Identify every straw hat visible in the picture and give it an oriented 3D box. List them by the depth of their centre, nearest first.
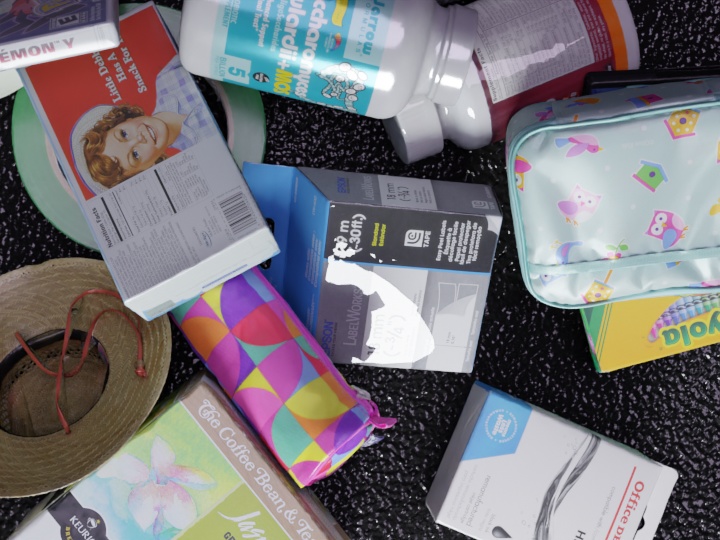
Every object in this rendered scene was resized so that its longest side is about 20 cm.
[{"bbox_3d":[-0.232,0.094,0.839,0.199,0.085,0.203,-1,59,2],"label":"straw hat"}]

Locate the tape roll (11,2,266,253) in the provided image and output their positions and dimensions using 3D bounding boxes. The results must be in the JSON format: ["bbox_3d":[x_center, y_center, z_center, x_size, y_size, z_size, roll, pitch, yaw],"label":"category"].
[{"bbox_3d":[-0.175,-0.110,0.886,0.198,0.048,0.203,0,91,-5],"label":"tape roll"}]

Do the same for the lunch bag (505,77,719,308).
[{"bbox_3d":[0.212,-0.054,0.825,0.198,0.077,0.162,-6,111,10],"label":"lunch bag"}]

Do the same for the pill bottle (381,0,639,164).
[{"bbox_3d":[0.111,-0.164,0.880,0.198,0.110,0.111,-23,93,-4],"label":"pill bottle"}]

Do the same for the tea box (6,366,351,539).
[{"bbox_3d":[-0.132,0.214,0.853,0.196,0.134,0.200,-40,94,-4],"label":"tea box"}]

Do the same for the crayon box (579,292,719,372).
[{"bbox_3d":[0.274,-0.001,0.904,0.198,0.058,0.120,-16,93,8],"label":"crayon box"}]

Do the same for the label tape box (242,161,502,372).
[{"bbox_3d":[0.000,0.000,0.868,0.198,0.063,0.146,5,119,-5],"label":"label tape box"}]

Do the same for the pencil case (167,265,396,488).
[{"bbox_3d":[-0.066,0.068,0.835,0.088,0.088,0.200,-42,75,-3],"label":"pencil case"}]

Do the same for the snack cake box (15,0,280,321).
[{"bbox_3d":[-0.155,-0.080,0.805,0.114,0.067,0.201,-27,76,-2],"label":"snack cake box"}]

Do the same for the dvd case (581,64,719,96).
[{"bbox_3d":[0.269,-0.106,0.894,0.198,0.143,0.018,-4,47,-5],"label":"dvd case"}]

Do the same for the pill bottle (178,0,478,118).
[{"bbox_3d":[-0.021,-0.173,0.775,0.198,0.111,0.112,12,90,-4],"label":"pill bottle"}]

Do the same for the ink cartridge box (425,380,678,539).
[{"bbox_3d":[0.168,0.186,0.912,0.198,0.068,0.117,23,89,-5],"label":"ink cartridge box"}]

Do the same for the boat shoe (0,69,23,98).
[{"bbox_3d":[-0.333,-0.156,0.843,0.198,0.073,0.062,-16,78,18],"label":"boat shoe"}]

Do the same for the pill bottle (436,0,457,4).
[{"bbox_3d":[0.014,-0.258,0.867,0.198,0.114,0.115,-14,92,-5],"label":"pill bottle"}]

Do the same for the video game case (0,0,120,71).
[{"bbox_3d":[-0.269,-0.194,0.812,0.180,0.201,0.023,-13,126,-5],"label":"video game case"}]
